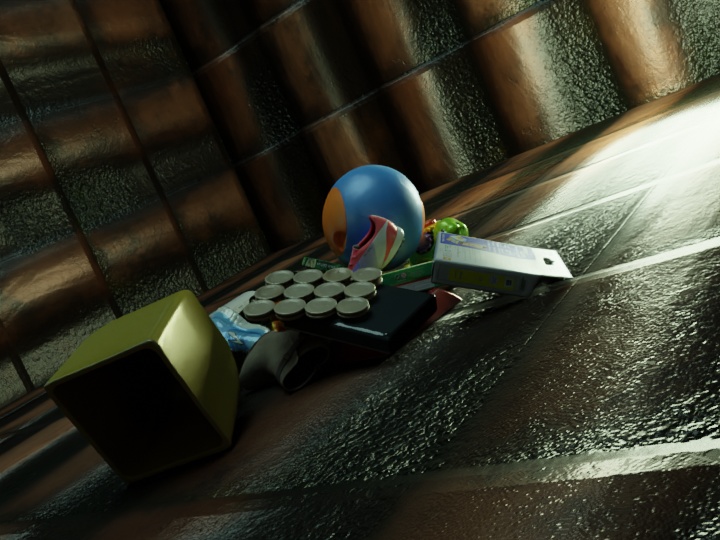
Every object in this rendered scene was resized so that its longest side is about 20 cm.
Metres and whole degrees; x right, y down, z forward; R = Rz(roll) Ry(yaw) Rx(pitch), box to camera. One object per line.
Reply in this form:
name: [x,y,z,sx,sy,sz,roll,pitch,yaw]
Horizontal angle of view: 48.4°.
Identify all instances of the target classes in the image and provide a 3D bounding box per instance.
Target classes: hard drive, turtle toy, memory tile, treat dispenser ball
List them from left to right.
memory tile: [-0.070,0.036,1.234,0.196,0.017,0.154,-2,26,14]
hard drive: [-0.001,0.062,1.217,0.197,0.034,0.139,10,31,34]
treat dispenser ball: [0.025,-0.097,1.524,0.198,0.204,0.201,-24,8,3]
turtle toy: [0.159,-0.052,1.589,0.144,0.103,0.200,-27,8,-17]

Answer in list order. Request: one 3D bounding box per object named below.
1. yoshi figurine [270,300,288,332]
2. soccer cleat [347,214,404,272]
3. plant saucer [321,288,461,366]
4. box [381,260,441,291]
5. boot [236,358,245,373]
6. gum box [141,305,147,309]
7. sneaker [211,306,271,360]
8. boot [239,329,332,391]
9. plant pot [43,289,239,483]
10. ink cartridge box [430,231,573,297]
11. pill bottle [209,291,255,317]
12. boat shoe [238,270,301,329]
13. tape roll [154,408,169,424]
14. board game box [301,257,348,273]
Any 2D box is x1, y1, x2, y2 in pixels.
yoshi figurine: [-0.071,0.069,1.485,0.196,0.114,0.113,-8,-17,-7]
soccer cleat: [0.000,0.000,1.402,0.202,0.072,0.068,-59,22,1]
plant saucer: [0.035,0.088,1.302,0.198,0.037,0.198,-32,9,-40]
box: [0.109,0.011,1.400,0.115,0.049,0.200,-15,1,17]
boot: [-0.256,0.183,1.509,0.173,0.067,0.199,0,24,44]
gum box: [-0.374,0.151,1.555,0.065,0.115,0.200,-31,-22,8]
sneaker: [-0.210,0.142,1.427,0.198,0.079,0.090,21,53,36]
boot: [-0.122,0.149,1.282,0.200,0.070,0.147,-48,23,10]
plant pot: [-0.287,0.142,1.150,0.191,0.197,0.201,-22,28,19]
ink cartridge box: [0.208,-0.007,1.216,0.196,0.048,0.198,11,14,5]
pill bottle: [-0.243,0.110,1.737,0.113,0.116,0.200,-20,9,32]
boat shoe: [-0.183,0.078,1.573,0.200,0.075,0.073,-46,-25,5]
tape roll: [-0.308,0.184,1.300,0.196,0.049,0.203,-12,46,13]
board game box: [-0.012,0.013,1.540,0.198,0.024,0.104,12,-8,43]
